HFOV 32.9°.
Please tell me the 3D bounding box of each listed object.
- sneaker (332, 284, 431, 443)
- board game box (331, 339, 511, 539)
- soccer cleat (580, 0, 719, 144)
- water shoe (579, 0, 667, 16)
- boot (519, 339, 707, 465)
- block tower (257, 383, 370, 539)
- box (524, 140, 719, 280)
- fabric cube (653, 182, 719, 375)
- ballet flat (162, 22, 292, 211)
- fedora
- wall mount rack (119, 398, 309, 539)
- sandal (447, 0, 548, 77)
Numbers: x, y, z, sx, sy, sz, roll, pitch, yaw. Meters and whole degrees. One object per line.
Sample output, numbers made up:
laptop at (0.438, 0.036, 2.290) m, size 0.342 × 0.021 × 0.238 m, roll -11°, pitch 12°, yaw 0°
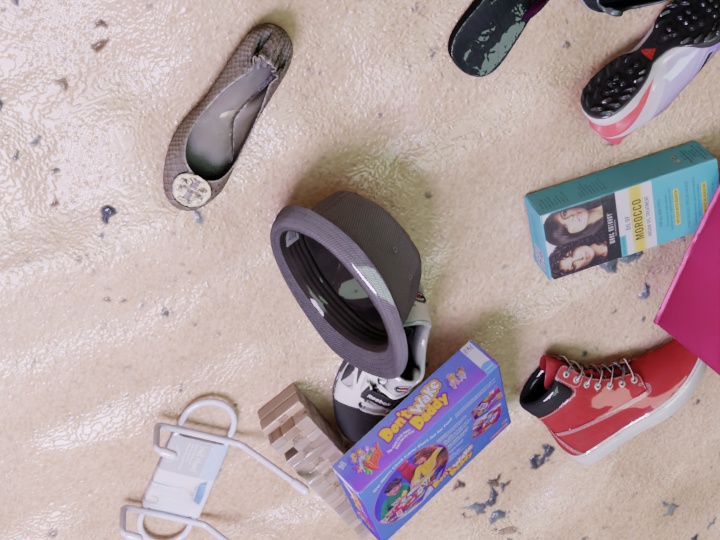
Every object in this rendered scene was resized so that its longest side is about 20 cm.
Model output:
sneaker at (0.024, 0.112, 1.287) m, size 0.073 × 0.089 × 0.202 m, roll 7°, pitch 117°, yaw -20°
board game box at (0.070, 0.184, 1.298) m, size 0.200 × 0.045 × 0.135 m, roll -40°, pitch 146°, yaw -15°
soccer cleat at (0.307, -0.206, 1.212) m, size 0.200 × 0.068 × 0.073 m, roll -40°, pitch 144°, yaw 4°
water shoe at (0.303, -0.284, 1.150) m, size 0.198 × 0.079 × 0.072 m, roll -22°, pitch 122°, yaw -3°
boot at (0.281, 0.117, 1.371) m, size 0.199 × 0.073 × 0.144 m, roll -39°, pitch 119°, yaw 12°
block tower at (-0.032, 0.216, 1.346) m, size 0.058 × 0.054 × 0.200 m, roll -37°, pitch 120°, yaw 7°
box at (0.276, -0.063, 1.281) m, size 0.198 × 0.049 × 0.083 m, roll -18°, pitch 121°, yaw -5°
fabric cube at (0.469, 0.028, 1.268) m, size 0.198 × 0.199 × 0.198 m, roll 1°, pitch 119°, yaw -37°
ballet flat at (-0.123, -0.137, 1.133) m, size 0.067 × 0.046 × 0.201 m, roll 27°, pitch 108°, yaw -25°
fedora at (0.000, 0.000, 1.197) m, size 0.090 × 0.176 × 0.201 m, roll -42°, pitch 118°, yaw -24°
wall mount rack at (-0.159, 0.244, 1.311) m, size 0.172 × 0.075 × 0.202 m, roll 17°, pitch 114°, yaw -19°
sandal at (0.155, -0.267, 1.137) m, size 0.075 × 0.048 × 0.202 m, roll 20°, pitch 111°, yaw -24°
